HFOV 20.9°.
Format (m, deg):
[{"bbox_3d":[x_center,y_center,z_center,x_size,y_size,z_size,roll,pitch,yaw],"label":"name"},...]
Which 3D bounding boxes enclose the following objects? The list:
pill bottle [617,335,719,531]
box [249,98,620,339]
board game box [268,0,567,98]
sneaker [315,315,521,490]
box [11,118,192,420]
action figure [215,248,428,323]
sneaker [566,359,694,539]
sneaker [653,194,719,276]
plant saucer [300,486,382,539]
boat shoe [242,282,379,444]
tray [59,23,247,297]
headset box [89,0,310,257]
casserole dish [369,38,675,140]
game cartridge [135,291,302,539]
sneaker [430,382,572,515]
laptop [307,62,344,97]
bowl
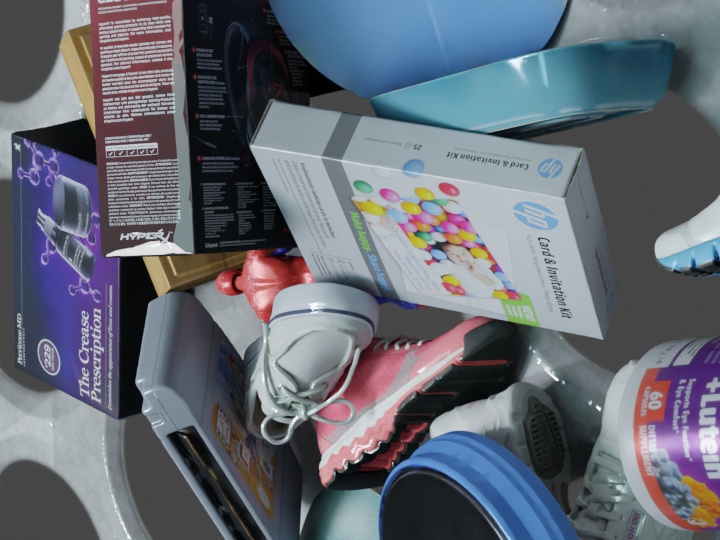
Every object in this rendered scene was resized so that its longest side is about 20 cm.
[{"bbox_3d":[0.249,0.086,1.061,0.200,0.111,0.112,-9,96,47],"label":"pill bottle"},{"bbox_3d":[0.048,-0.030,1.180,0.200,0.041,0.156,10,151,22],"label":"box"},{"bbox_3d":[0.038,-0.201,1.216,0.200,0.039,0.158,-14,105,18],"label":"board game box"},{"bbox_3d":[0.026,0.072,1.317,0.200,0.074,0.087,-42,55,39],"label":"sneaker"},{"bbox_3d":[-0.204,-0.003,1.529,0.141,0.079,0.200,22,117,43],"label":"box"},{"bbox_3d":[0.000,0.000,1.336,0.200,0.099,0.065,-4,97,24],"label":"action figure"},{"bbox_3d":[0.161,0.155,1.181,0.075,0.099,0.201,19,115,49],"label":"sneaker"},{"bbox_3d":[0.240,-0.057,1.066,0.200,0.075,0.087,-26,76,39],"label":"sneaker"},{"bbox_3d":[0.000,0.253,1.397,0.201,0.039,0.201,30,127,49],"label":"plant saucer"},{"bbox_3d":[-0.042,0.074,1.302,0.202,0.074,0.086,136,143,-62],"label":"boat shoe"},{"bbox_3d":[-0.134,-0.091,1.407,0.200,0.098,0.037,68,157,6],"label":"tray"},{"bbox_3d":[-0.098,-0.111,1.237,0.075,0.149,0.201,-1,93,29],"label":"headset box"},{"bbox_3d":[0.096,-0.100,1.151,0.200,0.121,0.039,-11,88,47],"label":"casserole dish"},{"bbox_3d":[-0.095,0.117,1.383,0.041,0.133,0.200,-19,122,17],"label":"game cartridge"},{"bbox_3d":[0.095,0.177,1.268,0.099,0.078,0.201,-14,83,37],"label":"sneaker"},{"bbox_3d":[-0.036,-0.208,1.339,0.200,0.103,0.178,-11,95,21],"label":"laptop"},{"bbox_3d":[0.077,0.199,1.197,0.201,0.039,0.201,39,140,44],"label":"bowl"}]
